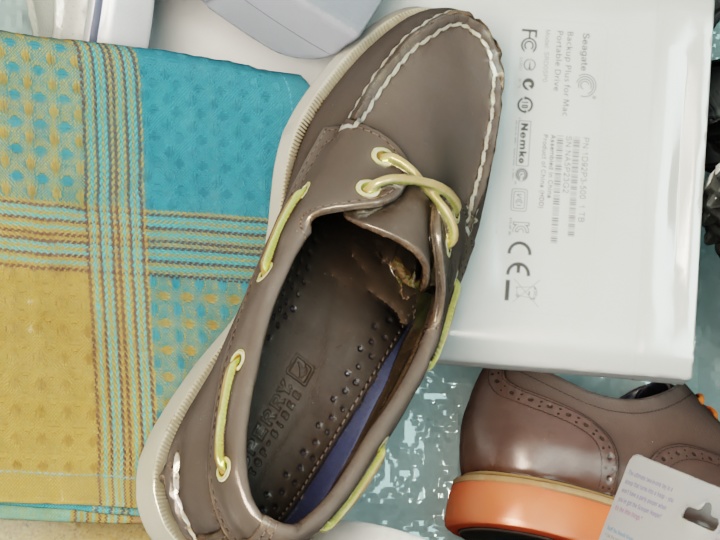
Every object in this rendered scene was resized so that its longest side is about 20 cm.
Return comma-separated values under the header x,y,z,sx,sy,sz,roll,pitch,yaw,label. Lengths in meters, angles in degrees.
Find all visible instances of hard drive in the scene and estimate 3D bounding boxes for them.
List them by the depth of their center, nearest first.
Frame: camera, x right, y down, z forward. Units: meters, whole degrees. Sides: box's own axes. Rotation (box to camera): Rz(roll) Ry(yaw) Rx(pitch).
x,y,z,sx,sy,sz,roll,pitch,yaw,label
0.014,-0.036,0.784,0.198,0.026,0.133,4,82,1,hard drive

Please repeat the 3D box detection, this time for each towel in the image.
x,y,z,sx,sy,sz,roll,pitch,yaw,label
-0.094,0.001,0.701,0.199,0.022,0.148,5,78,-33,towel

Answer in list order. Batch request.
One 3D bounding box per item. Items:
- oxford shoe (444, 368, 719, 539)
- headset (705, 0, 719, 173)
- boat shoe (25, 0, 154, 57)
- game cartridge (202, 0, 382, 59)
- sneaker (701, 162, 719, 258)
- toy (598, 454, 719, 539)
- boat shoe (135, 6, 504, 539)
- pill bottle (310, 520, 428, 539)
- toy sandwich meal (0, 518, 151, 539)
x,y,z,sx,sy,sz,roll,pitch,yaw,label
0.128,0.077,0.851,0.199,0.071,0.073,15,74,-23,oxford shoe
0.131,-0.080,0.851,0.200,0.094,0.124,-38,102,-6,headset
-0.119,-0.150,0.751,0.085,0.074,0.204,-4,85,-26,boat shoe
-0.054,-0.168,0.738,0.200,0.041,0.134,47,54,-20,game cartridge
0.170,-0.017,0.818,0.066,0.200,0.091,40,80,24,sneaker
0.084,0.164,0.703,0.047,0.115,0.201,24,87,-19,toy
0.000,0.000,0.711,0.072,0.059,0.201,37,65,-19,boat shoe
-0.015,0.183,0.693,0.109,0.109,0.201,34,66,-19,pill bottle
-0.126,0.111,0.727,0.204,0.070,0.207,3,84,-25,toy sandwich meal
